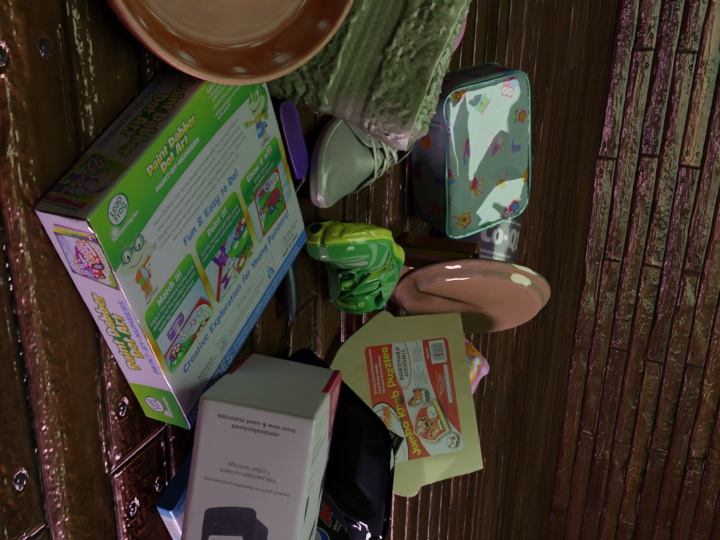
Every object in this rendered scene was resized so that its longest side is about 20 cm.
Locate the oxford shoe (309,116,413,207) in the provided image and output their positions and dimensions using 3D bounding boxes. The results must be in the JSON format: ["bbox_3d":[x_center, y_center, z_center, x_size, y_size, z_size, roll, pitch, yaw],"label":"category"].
[{"bbox_3d":[0.005,-0.115,0.809,0.200,0.057,0.076,-46,145,-57],"label":"oxford shoe"}]

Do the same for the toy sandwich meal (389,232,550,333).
[{"bbox_3d":[0.126,0.013,1.003,0.206,0.202,0.071,59,30,-59],"label":"toy sandwich meal"}]

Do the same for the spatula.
[{"bbox_3d":[-0.059,-0.047,0.734,0.057,0.020,0.203,-70,165,-66],"label":"spatula"}]

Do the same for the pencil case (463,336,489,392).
[{"bbox_3d":[0.067,0.164,0.997,0.201,0.087,0.088,-50,149,-17],"label":"pencil case"}]

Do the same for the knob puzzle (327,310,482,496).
[{"bbox_3d":[0.033,0.145,0.921,0.030,0.217,0.223,-21,-134,62],"label":"knob puzzle"}]

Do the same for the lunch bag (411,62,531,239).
[{"bbox_3d":[0.141,-0.147,1.040,0.159,0.077,0.203,-23,124,-29],"label":"lunch bag"}]

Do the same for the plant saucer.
[{"bbox_3d":[-0.077,-0.217,0.508,0.198,0.032,0.204,-16,116,-36],"label":"plant saucer"}]

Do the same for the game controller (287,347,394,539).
[{"bbox_3d":[-0.024,0.145,0.724,0.042,0.200,0.106,6,104,-29],"label":"game controller"}]

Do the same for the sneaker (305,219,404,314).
[{"bbox_3d":[0.000,0.000,0.837,0.200,0.073,0.085,29,69,-68],"label":"sneaker"}]

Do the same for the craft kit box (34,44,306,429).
[{"bbox_3d":[-0.113,-0.030,0.583,0.199,0.048,0.201,82,28,-45],"label":"craft kit box"}]

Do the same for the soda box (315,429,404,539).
[{"bbox_3d":[-0.034,0.233,0.790,0.201,0.070,0.064,-60,177,-34],"label":"soda box"}]

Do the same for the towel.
[{"bbox_3d":[0.014,-0.211,0.665,0.036,0.146,0.203,41,70,-88],"label":"towel"}]

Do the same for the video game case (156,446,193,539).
[{"bbox_3d":[-0.108,0.204,0.739,0.202,0.018,0.144,80,30,-42],"label":"video game case"}]

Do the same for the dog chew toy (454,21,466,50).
[{"bbox_3d":[0.045,-0.242,0.788,0.200,0.122,0.127,-30,129,-73],"label":"dog chew toy"}]

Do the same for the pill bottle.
[{"bbox_3d":[0.172,-0.077,1.181,0.113,0.111,0.203,11,90,-68],"label":"pill bottle"}]

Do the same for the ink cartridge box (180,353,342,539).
[{"bbox_3d":[-0.075,0.180,0.621,0.145,0.083,0.203,-45,144,-82],"label":"ink cartridge box"}]
